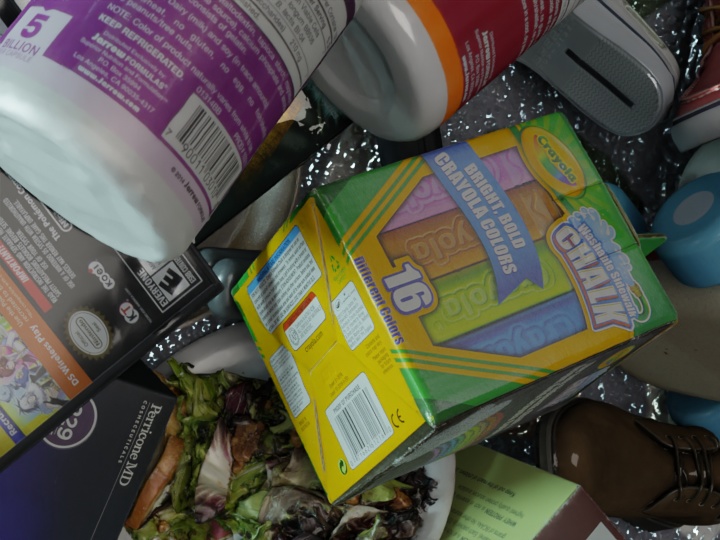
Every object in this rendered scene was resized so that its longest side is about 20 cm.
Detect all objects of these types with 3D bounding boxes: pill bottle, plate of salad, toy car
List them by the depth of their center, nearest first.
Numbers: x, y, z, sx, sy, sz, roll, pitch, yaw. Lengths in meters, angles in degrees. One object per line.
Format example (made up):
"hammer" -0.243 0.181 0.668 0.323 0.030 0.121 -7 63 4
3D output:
"pill bottle" -0.066 -0.113 0.620 0.112 0.112 0.201 39 72 -16
"pill bottle" 0.061 -0.166 0.754 0.200 0.113 0.113 -42 104 -22
"plate of salad" -0.050 0.103 0.767 0.200 0.200 0.048 -38 145 -15
"toy car" 0.240 -0.024 0.876 0.184 0.176 0.201 47 64 -25

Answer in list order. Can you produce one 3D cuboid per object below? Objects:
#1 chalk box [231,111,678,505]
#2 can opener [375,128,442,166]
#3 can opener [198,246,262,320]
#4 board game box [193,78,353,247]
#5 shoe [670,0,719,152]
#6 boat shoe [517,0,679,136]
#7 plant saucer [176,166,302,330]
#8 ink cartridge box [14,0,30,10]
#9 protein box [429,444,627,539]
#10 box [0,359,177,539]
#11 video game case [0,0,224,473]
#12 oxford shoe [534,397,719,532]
"chalk box" 0.061 0.010 0.733 0.199 0.124 0.124 -20 74 -32
"can opener" 0.023 -0.120 0.837 0.063 0.078 0.202 -20 109 -59
"can opener" 0.000 0.000 0.820 0.199 0.053 0.067 -1 102 -31
"board game box" -0.099 -0.127 0.765 0.135 0.028 0.201 -38 109 -10
"shoe" 0.224 -0.136 0.877 0.200 0.071 0.092 -30 99 -52
"boat shoe" 0.105 -0.159 0.872 0.200 0.074 0.067 46 36 -2
"plant saucer" -0.130 -0.065 0.802 0.199 0.034 0.202 -1 93 -21
"ink cartridge box" -0.101 -0.153 0.707 0.115 0.068 0.201 18 94 -19
"protein box" 0.043 0.211 0.782 0.200 0.198 0.135 -45 108 -13
"box" -0.198 0.122 0.731 0.140 0.079 0.201 21 94 -32
"video game case" -0.187 -0.014 0.648 0.180 0.025 0.201 -40 109 -13
"oxford shoe" 0.166 0.109 0.841 0.199 0.084 0.073 15 70 -51
